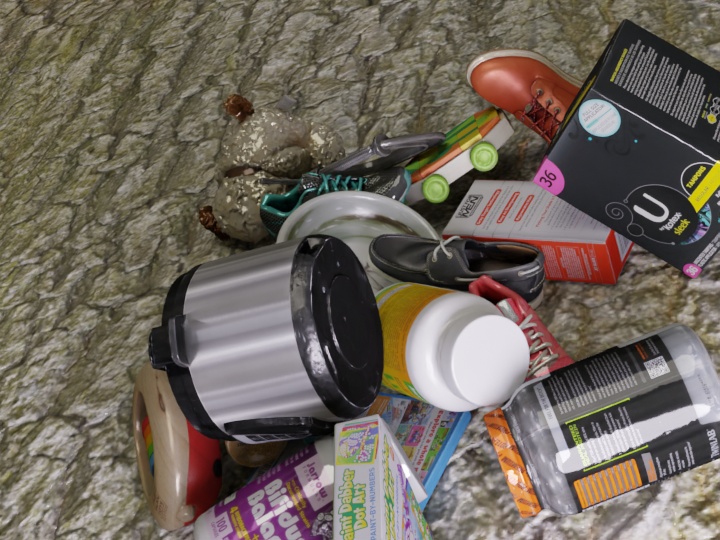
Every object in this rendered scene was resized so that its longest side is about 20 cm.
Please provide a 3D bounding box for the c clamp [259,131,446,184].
[{"bbox_3d":[0.002,-0.132,1.486,0.199,0.027,0.170,-20,-10,43],"label":"c clamp"}]

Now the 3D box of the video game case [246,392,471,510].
[{"bbox_3d":[-0.003,0.181,1.226,0.198,0.018,0.144,4,45,35],"label":"video game case"}]

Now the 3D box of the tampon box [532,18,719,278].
[{"bbox_3d":[0.304,-0.123,1.237,0.198,0.150,0.127,30,52,3],"label":"tampon box"}]

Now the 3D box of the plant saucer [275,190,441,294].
[{"bbox_3d":[0.000,0.000,1.366,0.197,0.051,0.202,6,50,-7],"label":"plant saucer"}]

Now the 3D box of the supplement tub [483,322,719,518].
[{"bbox_3d":[0.215,0.136,1.065,0.198,0.123,0.123,-21,36,4],"label":"supplement tub"}]

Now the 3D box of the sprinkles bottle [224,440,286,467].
[{"bbox_3d":[-0.135,0.131,1.307,0.068,0.069,0.200,-29,30,-6],"label":"sprinkles bottle"}]

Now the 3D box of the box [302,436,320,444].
[{"bbox_3d":[-0.067,0.094,1.311,0.082,0.050,0.200,-30,38,-8],"label":"box"}]

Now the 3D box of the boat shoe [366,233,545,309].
[{"bbox_3d":[0.103,-0.014,1.315,0.197,0.068,0.072,12,50,14],"label":"boat shoe"}]

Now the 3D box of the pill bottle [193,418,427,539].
[{"bbox_3d":[-0.042,0.222,1.104,0.199,0.113,0.113,-33,36,0],"label":"pill bottle"}]

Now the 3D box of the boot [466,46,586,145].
[{"bbox_3d":[0.217,-0.195,1.442,0.197,0.076,0.108,19,40,-8],"label":"boot"}]

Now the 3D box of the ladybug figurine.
[{"bbox_3d":[-0.188,0.180,1.257,0.071,0.137,0.201,-1,41,-20],"label":"ladybug figurine"}]

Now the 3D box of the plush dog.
[{"bbox_3d":[-0.134,-0.121,1.594,0.197,0.160,0.174,-7,66,26],"label":"plush dog"}]

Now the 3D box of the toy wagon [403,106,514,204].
[{"bbox_3d":[0.098,-0.127,1.487,0.199,0.040,0.155,-33,14,12],"label":"toy wagon"}]

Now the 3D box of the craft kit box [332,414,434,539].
[{"bbox_3d":[0.027,0.254,0.964,0.048,0.199,0.201,-16,37,12],"label":"craft kit box"}]

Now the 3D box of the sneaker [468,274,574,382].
[{"bbox_3d":[0.156,0.075,1.205,0.073,0.087,0.200,-31,37,-8],"label":"sneaker"}]

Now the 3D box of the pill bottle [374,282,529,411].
[{"bbox_3d":[0.080,0.074,1.179,0.111,0.112,0.200,-36,16,-16],"label":"pill bottle"}]

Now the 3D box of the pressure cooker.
[{"bbox_3d":[-0.094,0.068,1.145,0.197,0.177,0.180,-13,33,21],"label":"pressure cooker"}]

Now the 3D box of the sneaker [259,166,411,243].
[{"bbox_3d":[-0.035,-0.082,1.453,0.198,0.092,0.078,-25,35,17],"label":"sneaker"}]

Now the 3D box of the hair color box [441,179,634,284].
[{"bbox_3d":[0.201,-0.046,1.350,0.198,0.062,0.102,6,45,34],"label":"hair color box"}]
